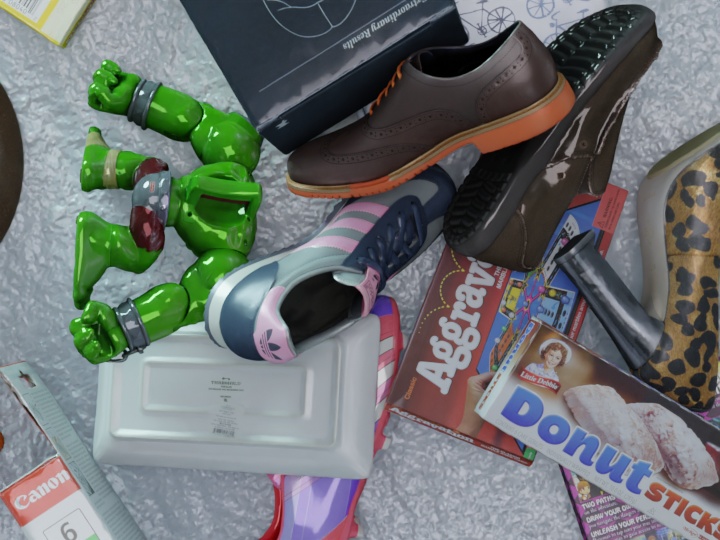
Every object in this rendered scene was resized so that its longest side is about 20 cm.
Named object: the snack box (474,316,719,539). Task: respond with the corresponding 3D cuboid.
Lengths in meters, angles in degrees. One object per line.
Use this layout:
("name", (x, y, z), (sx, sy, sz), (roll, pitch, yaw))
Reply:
("snack box", (0.173, 0.108, 1.407), (0.200, 0.024, 0.072), (31, 94, -17))

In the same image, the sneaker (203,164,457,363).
("sneaker", (0.000, 0.000, 1.406), (0.200, 0.082, 0.070), (-36, 123, -24))

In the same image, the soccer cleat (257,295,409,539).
("soccer cleat", (-0.022, 0.111, 1.455), (0.076, 0.067, 0.201), (14, 95, -11))

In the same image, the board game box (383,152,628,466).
("board game box", (0.097, 0.018, 1.444), (0.103, 0.019, 0.201), (21, 70, 2))

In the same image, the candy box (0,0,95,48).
("candy box", (-0.256, -0.245, 1.480), (0.200, 0.026, 0.102), (34, 88, 1))

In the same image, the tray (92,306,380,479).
("tray", (-0.086, 0.078, 1.445), (0.199, 0.022, 0.108), (1, 85, 20))

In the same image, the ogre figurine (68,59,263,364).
("ogre figurine", (-0.124, -0.036, 1.438), (0.119, 0.098, 0.200), (3, 49, -2))

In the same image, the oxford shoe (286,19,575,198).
("oxford shoe", (0.033, -0.104, 1.400), (0.199, 0.071, 0.073), (-20, 117, 21))

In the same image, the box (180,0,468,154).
("box", (-0.044, -0.202, 1.418), (0.148, 0.107, 0.200), (-31, 81, 4))

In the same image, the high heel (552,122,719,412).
("high heel", (0.237, -0.009, 1.451), (0.200, 0.071, 0.143), (-39, 96, -15))

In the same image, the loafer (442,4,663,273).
("loafer", (0.132, -0.083, 1.429), (0.071, 0.073, 0.200), (37, 90, -29))

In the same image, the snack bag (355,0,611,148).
("snack bag", (0.067, -0.185, 1.471), (0.188, 0.021, 0.201), (-20, 85, 1))

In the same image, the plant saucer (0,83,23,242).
("plant saucer", (-0.327, -0.072, 1.479), (0.199, 0.032, 0.201), (0, 91, 0))

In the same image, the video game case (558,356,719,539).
("video game case", (0.242, 0.151, 1.466), (0.199, 0.036, 0.182), (-19, 89, 1))

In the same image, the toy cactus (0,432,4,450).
("toy cactus", (-0.321, 0.077, 1.449), (0.164, 0.102, 0.201), (-4, 112, 17))

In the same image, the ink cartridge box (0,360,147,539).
("ink cartridge box", (-0.190, 0.156, 1.437), (0.050, 0.109, 0.200), (-34, 89, 1))
